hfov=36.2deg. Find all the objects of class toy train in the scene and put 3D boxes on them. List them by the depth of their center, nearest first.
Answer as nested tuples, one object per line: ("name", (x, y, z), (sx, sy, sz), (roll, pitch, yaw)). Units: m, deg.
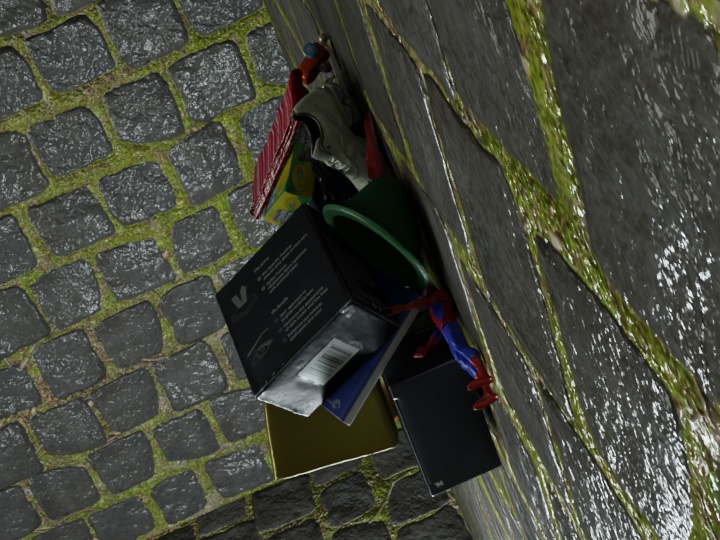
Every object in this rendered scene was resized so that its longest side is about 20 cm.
("toy train", (-0.070, -0.289, 1.800), (0.055, 0.151, 0.200), (33, 177, 13))

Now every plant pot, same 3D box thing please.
("plant pot", (-0.059, 0.191, 1.711), (0.194, 0.192, 0.204), (49, -155, -87))

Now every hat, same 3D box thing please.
("hat", (0.057, -0.104, 1.473), (0.199, 0.177, 0.166), (38, 165, -6))

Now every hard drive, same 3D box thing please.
("hard drive", (-0.003, 0.101, 1.551), (0.025, 0.202, 0.131), (33, 177, -38))

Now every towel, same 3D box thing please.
("towel", (-0.130, -0.196, 1.692), (0.146, 0.022, 0.202), (-94, 25, -51))

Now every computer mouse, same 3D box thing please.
("computer mouse", (-0.003, -0.088, 1.626), (0.199, 0.046, 0.141), (33, -156, -35))

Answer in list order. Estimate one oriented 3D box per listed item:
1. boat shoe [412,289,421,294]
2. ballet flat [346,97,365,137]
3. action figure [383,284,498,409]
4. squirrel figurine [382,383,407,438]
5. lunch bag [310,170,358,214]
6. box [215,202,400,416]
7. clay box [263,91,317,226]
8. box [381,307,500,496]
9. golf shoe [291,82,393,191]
("boat shoe", (0.079, 0.046, 1.778), (0.068, 0.071, 0.201), (75, 167, -47))
("ballet flat", (-0.029, -0.236, 1.714), (0.200, 0.067, 0.070), (-117, 18, -68))
("action figure", (0.098, 0.096, 1.432), (0.202, 0.097, 0.066), (-111, 1, -45))
("squirrel figurine", (0.124, 0.214, 1.902), (0.187, 0.139, 0.203), (54, -156, -51))
("lunch bag", (-0.016, -0.099, 1.785), (0.200, 0.130, 0.138), (120, 131, -76))
("box", (-0.077, 0.055, 1.526), (0.117, 0.197, 0.201), (27, -154, -45))
("clay box", (-0.101, -0.156, 1.679), (0.115, 0.047, 0.203), (137, 146, -60))
("box", (0.102, 0.180, 1.615), (0.201, 0.116, 0.199), (-114, 2, -64))
("golf shoe", (-0.029, -0.165, 1.578), (0.202, 0.097, 0.078), (57, 145, 0))
